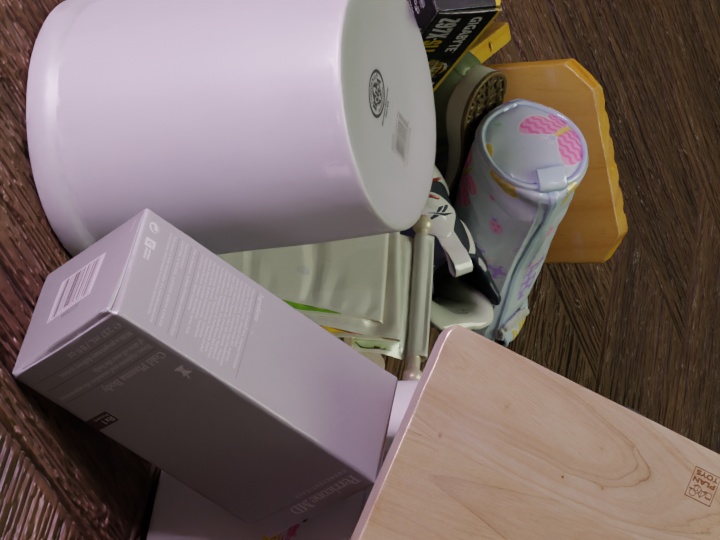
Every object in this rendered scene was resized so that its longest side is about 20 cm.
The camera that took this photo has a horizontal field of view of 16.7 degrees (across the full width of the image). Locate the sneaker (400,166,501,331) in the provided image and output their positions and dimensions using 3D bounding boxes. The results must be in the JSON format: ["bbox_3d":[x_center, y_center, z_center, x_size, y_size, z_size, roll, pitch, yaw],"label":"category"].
[{"bbox_3d":[0.037,0.017,1.753,0.130,0.079,0.199,57,-34,24],"label":"sneaker"}]

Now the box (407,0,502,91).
[{"bbox_3d":[0.022,-0.224,1.575,0.160,0.049,0.200,129,-49,-65],"label":"box"}]

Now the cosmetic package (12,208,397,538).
[{"bbox_3d":[-0.087,0.063,1.429,0.200,0.107,0.090,36,46,-22],"label":"cosmetic package"}]

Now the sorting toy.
[{"bbox_3d":[0.091,0.165,1.416,0.199,0.200,0.070,-66,-168,-12],"label":"sorting toy"}]

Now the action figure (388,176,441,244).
[{"bbox_3d":[0.000,0.000,1.653,0.065,0.099,0.200,-9,100,-77],"label":"action figure"}]

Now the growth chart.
[{"bbox_3d":[-0.044,-0.004,1.581,0.018,0.200,0.145,115,-9,-59],"label":"growth chart"}]

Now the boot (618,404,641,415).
[{"bbox_3d":[0.126,0.158,1.545,0.200,0.073,0.151,12,74,-63],"label":"boot"}]

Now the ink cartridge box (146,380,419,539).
[{"bbox_3d":[-0.014,0.168,1.563,0.147,0.200,0.145,58,36,-49],"label":"ink cartridge box"}]

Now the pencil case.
[{"bbox_3d":[0.103,-0.030,1.776,0.200,0.083,0.091,107,-16,-49],"label":"pencil case"}]

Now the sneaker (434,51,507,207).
[{"bbox_3d":[0.047,-0.103,1.794,0.067,0.090,0.200,-43,161,-29],"label":"sneaker"}]

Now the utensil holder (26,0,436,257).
[{"bbox_3d":[-0.074,-0.092,1.475,0.170,0.200,0.170,-6,90,-68],"label":"utensil holder"}]

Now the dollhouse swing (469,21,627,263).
[{"bbox_3d":[0.149,-0.106,2.068,0.182,0.176,0.200,-42,123,-63],"label":"dollhouse swing"}]
